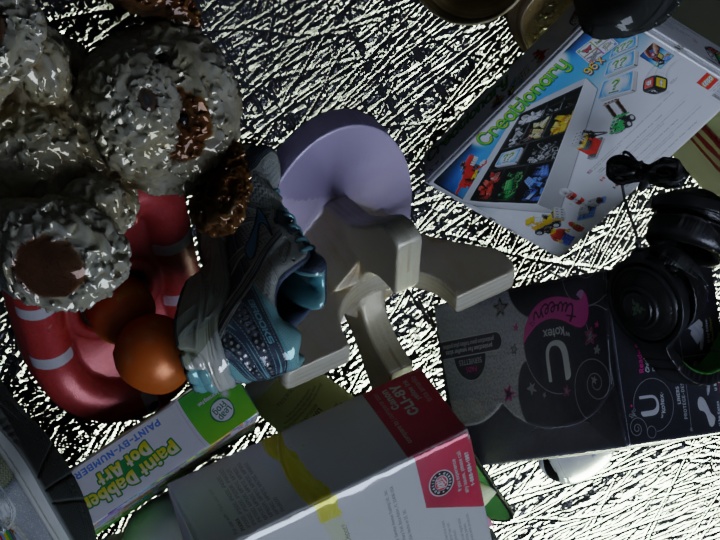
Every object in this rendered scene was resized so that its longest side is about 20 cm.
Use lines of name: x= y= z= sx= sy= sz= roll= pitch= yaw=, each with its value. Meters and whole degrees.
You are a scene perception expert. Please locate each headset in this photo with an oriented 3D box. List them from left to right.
headset: x=0.228 y=-0.007 z=1.711 sx=0.200 sy=0.094 sz=0.124 roll=52 pitch=56 yaw=-33

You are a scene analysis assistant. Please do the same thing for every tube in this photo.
tube: x=0.004 y=0.132 z=1.786 sx=0.200 sy=0.052 sz=0.058 roll=40 pitch=134 yaw=-20

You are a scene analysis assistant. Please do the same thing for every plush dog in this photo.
plush dog: x=-0.151 y=-0.081 z=1.460 sx=0.171 sy=0.201 sz=0.160 roll=-19 pitch=175 yaw=-10

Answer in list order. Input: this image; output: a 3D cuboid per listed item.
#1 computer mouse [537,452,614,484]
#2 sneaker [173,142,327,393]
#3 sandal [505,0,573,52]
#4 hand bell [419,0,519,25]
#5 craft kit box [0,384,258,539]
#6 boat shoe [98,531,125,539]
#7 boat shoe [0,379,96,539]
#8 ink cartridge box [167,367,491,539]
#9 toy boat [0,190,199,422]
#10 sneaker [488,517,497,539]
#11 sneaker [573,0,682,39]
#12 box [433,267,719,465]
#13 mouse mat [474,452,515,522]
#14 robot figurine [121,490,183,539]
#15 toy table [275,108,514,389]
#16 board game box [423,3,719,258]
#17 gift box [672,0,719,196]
computer mouse: x=0.182 y=0.125 z=2.071 sx=0.109 sy=0.044 sz=0.200 roll=-33 pitch=145 yaw=-9
sneaker: x=-0.059 y=-0.002 z=1.586 sx=0.086 sy=0.201 sz=0.078 roll=-4 pitch=137 yaw=12
sandal: x=0.167 y=-0.132 z=1.746 sx=0.078 sy=0.070 sz=0.212 roll=-41 pitch=145 yaw=3
hand bell: x=0.124 y=-0.208 z=1.626 sx=0.200 sy=0.104 sz=0.104 roll=-2 pitch=133 yaw=-56
craft kit box: x=-0.162 y=0.141 z=1.699 sx=0.197 sy=0.049 sz=0.200 roll=-31 pitch=176 yaw=-6
boat shoe: x=-0.145 y=0.249 z=1.901 sx=0.072 sy=0.060 sz=0.201 roll=-48 pitch=144 yaw=16
boat shoe: x=-0.239 y=0.117 z=1.566 sx=0.065 sy=0.202 sz=0.074 roll=-38 pitch=179 yaw=9
ink cartridge box: x=-0.019 y=0.177 z=1.704 sx=0.199 sy=0.083 sz=0.146 roll=-24 pitch=132 yaw=-13
toy boat: x=-0.151 y=0.029 z=1.587 sx=0.130 sy=0.131 sz=0.201 roll=-27 pitch=144 yaw=-15
sneaker: x=0.048 y=0.243 z=1.866 sx=0.079 sy=0.096 sz=0.200 roll=-38 pitch=167 yaw=35
sneaker: x=0.170 y=-0.234 z=1.575 sx=0.075 sy=0.201 sz=0.091 roll=-3 pitch=142 yaw=26
box: x=0.161 y=0.070 z=1.835 sx=0.114 sy=0.133 sz=0.199 roll=-5 pitch=176 yaw=-39
mouse mat: x=0.021 y=0.142 z=1.878 sx=0.200 sy=0.160 sz=0.008 roll=59 pitch=41 yaw=-55
robot figurine: x=-0.096 y=0.202 z=1.828 sx=0.199 sy=0.113 sz=0.170 roll=-25 pitch=140 yaw=-40
toy table: x=0.000 y=0.000 z=1.704 sx=0.183 sy=0.117 sz=0.200 roll=-31 pitch=146 yaw=-11
board game box: x=0.152 y=-0.102 z=1.712 sx=0.126 sy=0.035 sz=0.200 roll=28 pitch=128 yaw=-25
gift box: x=0.339 y=-0.114 z=1.819 sx=0.184 sy=0.187 sz=0.200 roll=-33 pitch=144 yaw=-6
